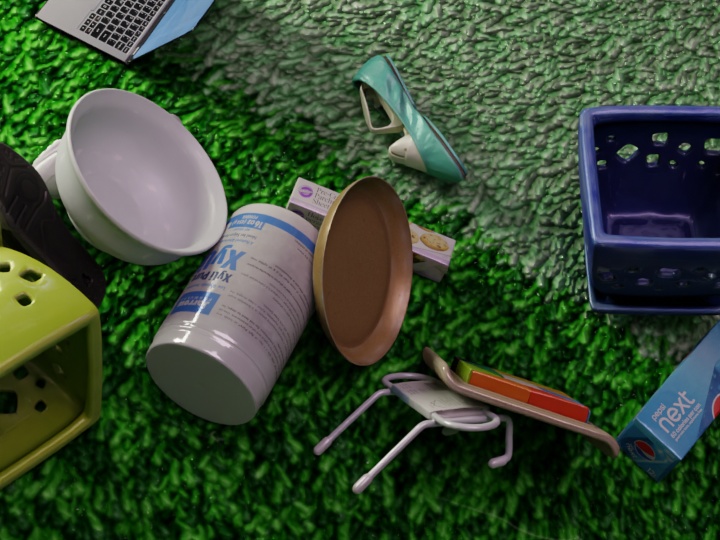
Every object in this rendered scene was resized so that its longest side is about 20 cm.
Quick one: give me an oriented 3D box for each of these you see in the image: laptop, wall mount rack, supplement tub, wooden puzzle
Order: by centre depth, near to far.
[{"bbox_3d":[0.053,0.163,1.337,0.172,0.200,0.076,-3,101,-21],"label":"wall mount rack"},{"bbox_3d":[-0.120,0.042,1.360,0.131,0.132,0.201,27,53,1],"label":"supplement tub"},{"bbox_3d":[0.164,0.129,1.374,0.198,0.185,0.038,24,91,-4],"label":"wooden puzzle"},{"bbox_3d":[-0.254,-0.352,1.579,0.198,0.116,0.188,27,54,1],"label":"laptop"}]

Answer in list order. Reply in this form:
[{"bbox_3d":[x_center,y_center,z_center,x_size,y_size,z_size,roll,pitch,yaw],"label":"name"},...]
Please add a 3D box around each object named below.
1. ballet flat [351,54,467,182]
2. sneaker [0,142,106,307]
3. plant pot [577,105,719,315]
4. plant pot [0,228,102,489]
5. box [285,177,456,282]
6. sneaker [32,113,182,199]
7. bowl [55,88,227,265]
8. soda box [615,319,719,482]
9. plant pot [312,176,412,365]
[{"bbox_3d":[0.051,-0.171,1.600,0.070,0.067,0.201,-31,70,-5],"label":"ballet flat"},{"bbox_3d":[-0.350,-0.034,1.322,0.113,0.200,0.077,-10,37,28],"label":"sneaker"},{"bbox_3d":[0.349,-0.058,1.523,0.197,0.181,0.202,0,56,4],"label":"plant pot"},{"bbox_3d":[-0.370,0.081,1.223,0.198,0.201,0.181,-33,67,-31],"label":"plant pot"},{"bbox_3d":[0.011,-0.046,1.513,0.198,0.039,0.042,22,54,-3],"label":"box"},{"bbox_3d":[-0.267,-0.105,1.444,0.198,0.078,0.100,-21,70,-27],"label":"sneaker"},{"bbox_3d":[-0.241,-0.080,1.356,0.200,0.090,0.202,34,36,-30],"label":"bowl"},{"bbox_3d":[0.375,0.143,1.491,0.068,0.064,0.200,42,57,12],"label":"soda box"},{"bbox_3d":[0.000,0.000,1.410,0.027,0.201,0.201,4,48,28],"label":"plant pot"}]
